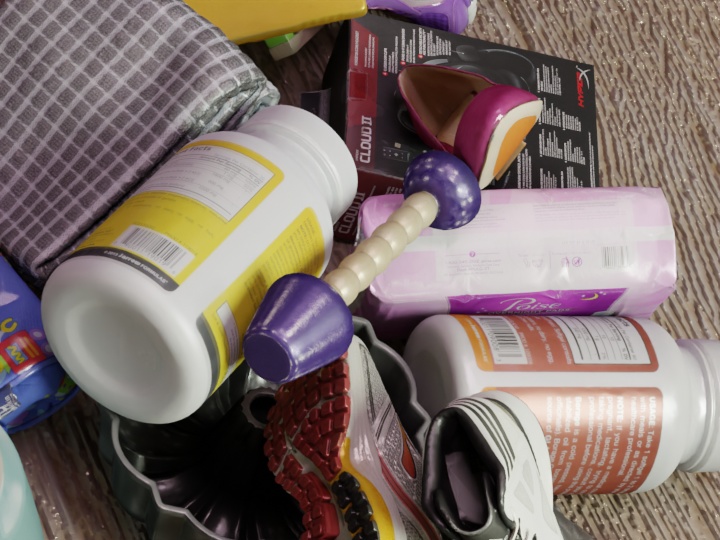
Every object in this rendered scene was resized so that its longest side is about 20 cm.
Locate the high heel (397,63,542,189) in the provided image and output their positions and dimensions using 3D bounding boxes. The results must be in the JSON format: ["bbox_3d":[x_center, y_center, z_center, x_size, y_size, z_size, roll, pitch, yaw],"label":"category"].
[{"bbox_3d":[0.059,-0.103,1.520,0.096,0.067,0.200,38,5,3],"label":"high heel"}]

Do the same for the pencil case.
[{"bbox_3d":[-0.250,0.015,1.465,0.087,0.078,0.200,-38,70,-11],"label":"pencil case"}]

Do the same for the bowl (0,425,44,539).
[{"bbox_3d":[-0.260,0.134,1.344,0.201,0.105,0.201,11,48,-12],"label":"bowl"}]

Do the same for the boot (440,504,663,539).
[{"bbox_3d":[0.145,0.183,1.453,0.200,0.069,0.174,48,21,16],"label":"boot"}]

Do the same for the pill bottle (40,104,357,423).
[{"bbox_3d":[-0.086,-0.010,1.422,0.112,0.112,0.200,34,48,9],"label":"pill bottle"}]

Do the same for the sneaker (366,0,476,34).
[{"bbox_3d":[0.003,-0.209,1.713,0.080,0.200,0.088,15,72,42],"label":"sneaker"}]

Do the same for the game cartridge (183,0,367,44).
[{"bbox_3d":[-0.111,-0.232,1.626,0.200,0.032,0.176,-13,88,-2],"label":"game cartridge"}]

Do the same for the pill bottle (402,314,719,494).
[{"bbox_3d":[0.132,0.084,1.528,0.200,0.112,0.112,2,51,-20],"label":"pill bottle"}]

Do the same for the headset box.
[{"bbox_3d":[0.056,-0.085,1.665,0.200,0.077,0.149,10,49,-11],"label":"headset box"}]

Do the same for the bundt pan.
[{"bbox_3d":[-0.063,0.103,1.462,0.202,0.076,0.202,10,50,-12],"label":"bundt pan"}]

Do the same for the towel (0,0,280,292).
[{"bbox_3d":[-0.173,-0.093,1.512,0.166,0.086,0.200,42,87,21],"label":"towel"}]

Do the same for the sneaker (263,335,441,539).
[{"bbox_3d":[0.002,0.119,1.385,0.082,0.078,0.200,21,40,-36],"label":"sneaker"}]

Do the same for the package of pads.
[{"bbox_3d":[0.092,-0.005,1.549,0.200,0.121,0.076,-3,77,-6],"label":"package of pads"}]

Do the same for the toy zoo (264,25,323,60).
[{"bbox_3d":[-0.073,-0.261,1.714,0.200,0.020,0.131,59,37,-16],"label":"toy zoo"}]

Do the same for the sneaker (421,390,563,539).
[{"bbox_3d":[0.077,0.164,1.322,0.115,0.076,0.201,0,68,-68],"label":"sneaker"}]

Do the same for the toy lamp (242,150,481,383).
[{"bbox_3d":[0.000,0.000,1.403,0.058,0.058,0.200,37,43,11],"label":"toy lamp"}]
